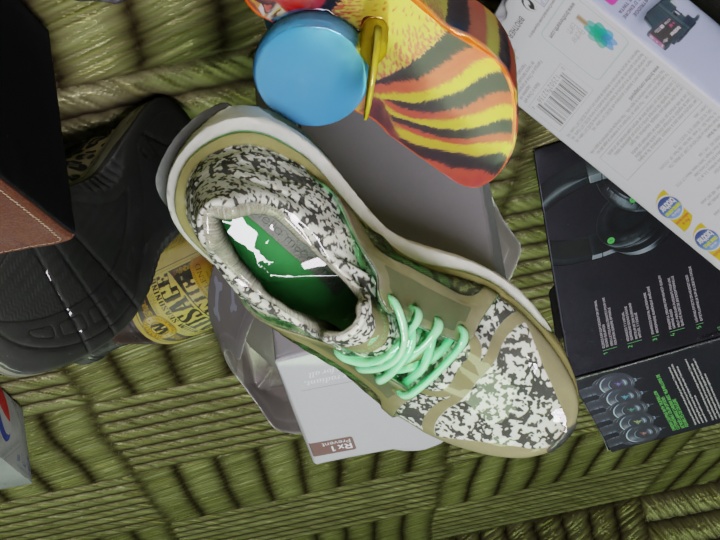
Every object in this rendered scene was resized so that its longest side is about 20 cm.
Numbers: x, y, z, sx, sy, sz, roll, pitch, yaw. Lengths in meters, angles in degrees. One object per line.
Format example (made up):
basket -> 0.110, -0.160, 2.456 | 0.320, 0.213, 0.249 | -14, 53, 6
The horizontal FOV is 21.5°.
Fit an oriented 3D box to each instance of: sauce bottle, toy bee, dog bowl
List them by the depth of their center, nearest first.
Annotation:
toy bee -> -0.010, -0.112, 0.746 | 0.199, 0.132, 0.109 | 11, 130, -31
dog bowl -> 0.000, 0.000, 1.081 | 0.199, 0.059, 0.201 | -27, 144, -21
sauce bottle -> -0.110, 0.011, 1.170 | 0.199, 0.067, 0.066 | -26, 159, 37

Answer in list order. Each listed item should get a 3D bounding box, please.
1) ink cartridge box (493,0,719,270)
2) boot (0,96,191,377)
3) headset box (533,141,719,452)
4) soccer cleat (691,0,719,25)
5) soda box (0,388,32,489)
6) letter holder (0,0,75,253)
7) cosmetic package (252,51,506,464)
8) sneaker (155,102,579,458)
ink cartridge box -> 0.149, -0.071, 0.887 | 0.042, 0.200, 0.119 | -47, 177, -21
boot -> -0.173, -0.001, 0.930 | 0.153, 0.074, 0.204 | -18, -157, 33
headset box -> 0.204, -0.005, 1.122 | 0.198, 0.175, 0.093 | -17, 142, 14
soccer cleat -> 0.203, -0.080, 0.923 | 0.065, 0.200, 0.084 | -51, -176, -20
soda box -> -0.297, 0.118, 1.404 | 0.068, 0.064, 0.200 | -11, 164, -1
letter holder -> -0.215, -0.070, 0.747 | 0.141, 0.102, 0.200 | -12, 165, 7
cosmetic package -> 0.011, -0.019, 0.881 | 0.106, 0.201, 0.091 | -13, 136, 5
sneaker -> 0.003, 0.021, 0.738 | 0.077, 0.199, 0.089 | -51, -167, 18
